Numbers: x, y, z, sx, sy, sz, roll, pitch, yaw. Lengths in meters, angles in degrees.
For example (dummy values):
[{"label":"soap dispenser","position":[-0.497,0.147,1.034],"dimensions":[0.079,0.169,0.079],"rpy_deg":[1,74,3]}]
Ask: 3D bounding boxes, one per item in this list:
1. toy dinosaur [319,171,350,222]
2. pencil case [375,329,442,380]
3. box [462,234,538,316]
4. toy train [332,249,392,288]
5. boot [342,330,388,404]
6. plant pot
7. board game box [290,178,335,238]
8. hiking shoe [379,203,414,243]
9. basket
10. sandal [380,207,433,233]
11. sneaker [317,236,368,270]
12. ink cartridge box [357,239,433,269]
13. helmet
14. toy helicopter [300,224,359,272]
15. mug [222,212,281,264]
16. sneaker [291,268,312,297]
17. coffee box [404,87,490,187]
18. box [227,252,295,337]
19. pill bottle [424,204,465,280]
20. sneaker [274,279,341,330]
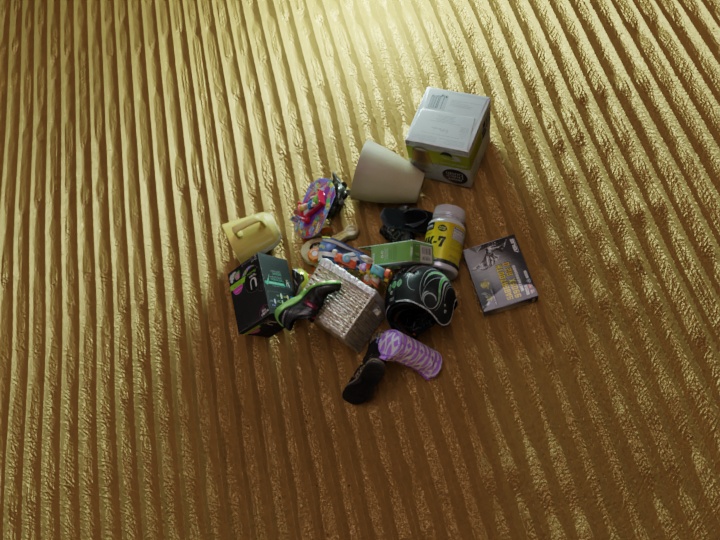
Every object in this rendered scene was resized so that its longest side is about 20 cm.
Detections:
[{"label":"toy dinosaur","position":[-0.077,-0.217,1.870],"dimensions":[0.077,0.102,0.201],"rpy_deg":[14,81,-7]},{"label":"pencil case","position":[0.134,0.225,1.572],"dimensions":[0.084,0.200,0.086],"rpy_deg":[-2,66,49]},{"label":"box","position":[0.395,0.013,1.678],"dimensions":[0.158,0.048,0.201],"rpy_deg":[-16,65,6]},{"label":"toy train","position":[0.000,0.000,1.637],"dimensions":[0.056,0.150,0.200],"rpy_deg":[-64,25,-8]},{"label":"boot","position":[0.024,0.267,1.633],"dimensions":[0.073,0.200,0.151],"rpy_deg":[27,39,-2]},{"label":"plant pot","position":[0.091,-0.282,1.817],"dimensions":[0.199,0.187,0.188],"rpy_deg":[17,72,4]},{"label":"board game box","position":[-0.158,-0.201,1.846],"dimensions":[0.158,0.039,0.201],"rpy_deg":[26,93,50]},{"label":"hiking shoe","position":[0.110,-0.104,1.790],"dimensions":[0.100,0.076,0.201],"rpy_deg":[-11,57,18]},{"label":"basket","position":[-0.052,0.101,1.667],"dimensions":[0.200,0.198,0.161],"rpy_deg":[33,80,22]},{"label":"sandal","position":[0.150,-0.152,1.737],"dimensions":[0.199,0.043,0.076],"rpy_deg":[-3,65,-37]},{"label":"sneaker","position":[-0.038,-0.029,1.758],"dimensions":[0.199,0.074,0.083],"rpy_deg":[25,82,-11]},{"label":"ink cartridge box","position":[0.097,-0.040,1.665],"dimensions":[0.199,0.104,0.060],"rpy_deg":[-6,81,42]},{"label":"helmet","position":[0.166,0.081,1.619],"dimensions":[0.199,0.201,0.191],"rpy_deg":[10,42,17]},{"label":"toy helicopter","position":[-0.097,-0.089,1.837],"dimensions":[0.199,0.079,0.132],"rpy_deg":[-30,55,-12]},{"label":"mug","position":[-0.329,-0.103,1.838],"dimensions":[0.153,0.187,0.150],"rpy_deg":[-26,108,-8]},{"label":"sneaker","position":[-0.151,0.037,1.722],"dimensions":[0.090,0.200,0.079],"rpy_deg":[-7,78,-3]},{"label":"coffee box","position":[0.271,-0.401,1.796],"dimensions":[0.199,0.198,0.201],"rpy_deg":[16,71,19]},{"label":"box","position":[-0.287,0.075,1.745],"dimensions":[0.148,0.124,0.201],"rpy_deg":[-32,62,31]},{"label":"pill bottle","position":[0.243,-0.082,1.718],"dimensions":[0.114,0.114,0.201],"rpy_deg":[8,70,16]},{"label":"sneaker","position":[-0.129,0.090,1.560],"dimensions":[0.199,0.077,0.084],"rpy_deg":[-33,83,9]}]
